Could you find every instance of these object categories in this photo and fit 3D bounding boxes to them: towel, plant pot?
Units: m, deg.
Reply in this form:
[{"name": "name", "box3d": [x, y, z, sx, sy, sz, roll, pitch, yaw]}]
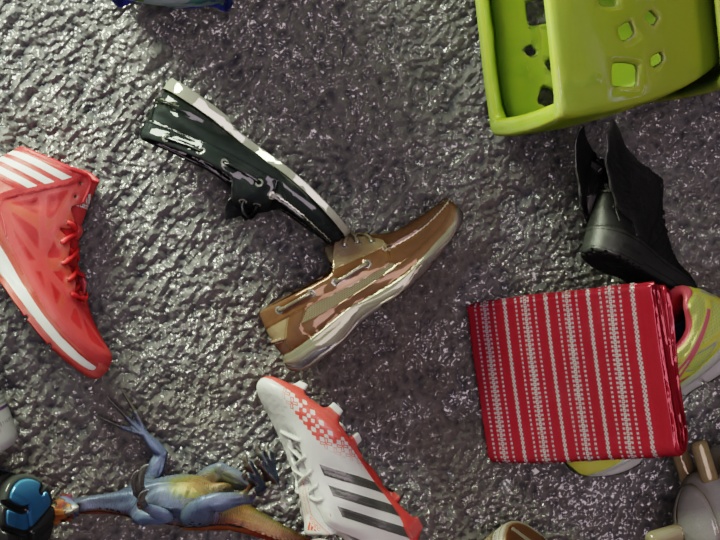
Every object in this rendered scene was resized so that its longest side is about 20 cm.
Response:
[{"name": "towel", "box3d": [0.181, 0.088, 1.688, 0.022, 0.199, 0.146, -10, 92, -50]}, {"name": "plant pot", "box3d": [0.207, -0.222, 1.667, 0.180, 0.200, 0.200, -7, 92, -14]}]

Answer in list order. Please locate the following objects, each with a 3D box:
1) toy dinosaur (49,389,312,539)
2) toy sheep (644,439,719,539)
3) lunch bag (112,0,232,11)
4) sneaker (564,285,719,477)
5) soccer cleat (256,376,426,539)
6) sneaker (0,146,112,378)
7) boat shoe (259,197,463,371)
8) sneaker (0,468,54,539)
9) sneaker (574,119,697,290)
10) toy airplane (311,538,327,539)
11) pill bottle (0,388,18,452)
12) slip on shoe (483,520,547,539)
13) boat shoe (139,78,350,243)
[{"name": "toy dinosaur", "box3d": [-0.162, 0.202, 1.686, 0.181, 0.105, 0.201, -23, 106, 15]}, {"name": "toy sheep", "box3d": [0.332, 0.200, 1.718, 0.199, 0.138, 0.139, -15, 93, -10]}, {"name": "lunch bag", "box3d": [-0.151, -0.302, 1.618, 0.127, 0.200, 0.171, 1, 91, -7]}, {"name": "sneaker", "box3d": [0.233, 0.087, 1.705, 0.090, 0.078, 0.200, 33, 101, -39]}, {"name": "soccer cleat", "box3d": [-0.030, 0.178, 1.703, 0.085, 0.069, 0.200, -43, 100, -21]}, {"name": "sneaker", "box3d": [-0.245, -0.016, 1.674, 0.115, 0.078, 0.200, -38, 96, -3]}, {"name": "boat shoe", "box3d": [0.000, 0.000, 1.705, 0.200, 0.076, 0.072, -40, 93, -6]}, {"name": "sneaker", "box3d": [-0.291, 0.257, 1.683, 0.073, 0.082, 0.201, -17, 112, -46]}, {"name": "sneaker", "box3d": [0.236, -0.041, 1.699, 0.060, 0.200, 0.105, -3, 69, 36]}, {"name": "toy airplane", "box3d": [-0.043, 0.336, 1.668, 0.199, 0.141, 0.200, -34, 112, 17]}, {"name": "pill bottle", "box3d": [-0.364, 0.066, 1.644, 0.111, 0.111, 0.201, -20, 93, -6]}, {"name": "slip on shoe", "box3d": [0.179, 0.296, 1.738, 0.200, 0.076, 0.061, 36, 127, -14]}, {"name": "boat shoe", "box3d": [-0.101, -0.076, 1.687, 0.199, 0.075, 0.066, 39, 83, -1]}]
